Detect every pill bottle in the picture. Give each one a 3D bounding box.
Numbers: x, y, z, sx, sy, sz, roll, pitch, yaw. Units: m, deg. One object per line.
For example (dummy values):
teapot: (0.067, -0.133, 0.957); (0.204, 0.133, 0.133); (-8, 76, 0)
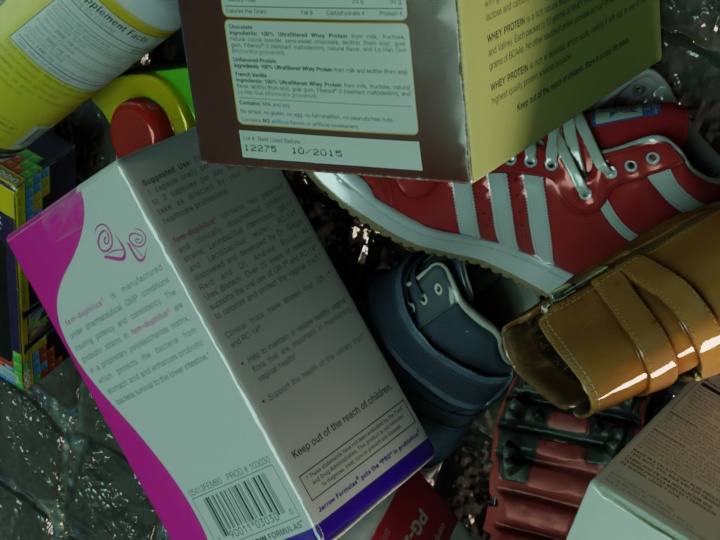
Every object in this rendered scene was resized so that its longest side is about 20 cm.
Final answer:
pill bottle: (-0.153, -0.152, 0.878); (0.200, 0.112, 0.112); (-34, 89, 20)

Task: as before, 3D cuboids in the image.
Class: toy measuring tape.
toy measuring tape: (-0.128, -0.079, 0.944); (0.199, 0.073, 0.074); (2, 111, 44)

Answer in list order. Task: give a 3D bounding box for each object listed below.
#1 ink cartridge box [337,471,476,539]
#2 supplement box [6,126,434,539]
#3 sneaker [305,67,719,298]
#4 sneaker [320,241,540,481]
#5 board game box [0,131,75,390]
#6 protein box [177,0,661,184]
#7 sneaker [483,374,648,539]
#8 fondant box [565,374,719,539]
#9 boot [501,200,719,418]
ink cartridge box: (0.019, 0.214, 0.917); (0.145, 0.084, 0.200); (-22, 115, 39)
supplement box: (-0.068, 0.037, 0.826); (0.101, 0.103, 0.201); (-26, 94, 42)
sneaker: (0.077, -0.054, 0.774); (0.199, 0.071, 0.113); (22, 125, -15)
sneaker: (0.001, 0.000, 0.873); (0.202, 0.077, 0.146); (45, 133, 5)
board game box: (-0.265, -0.042, 1.039); (0.199, 0.057, 0.166); (29, 134, 21)
protein box: (0.026, -0.165, 0.711); (0.134, 0.198, 0.201); (6, 114, 31)
sneaker: (0.102, 0.115, 0.850); (0.070, 0.098, 0.202); (14, 87, 20)
fondant box: (0.145, 0.119, 0.751); (0.058, 0.200, 0.145); (31, 124, 22)
boot: (0.151, 0.006, 0.665); (0.077, 0.155, 0.200); (69, 164, -12)
